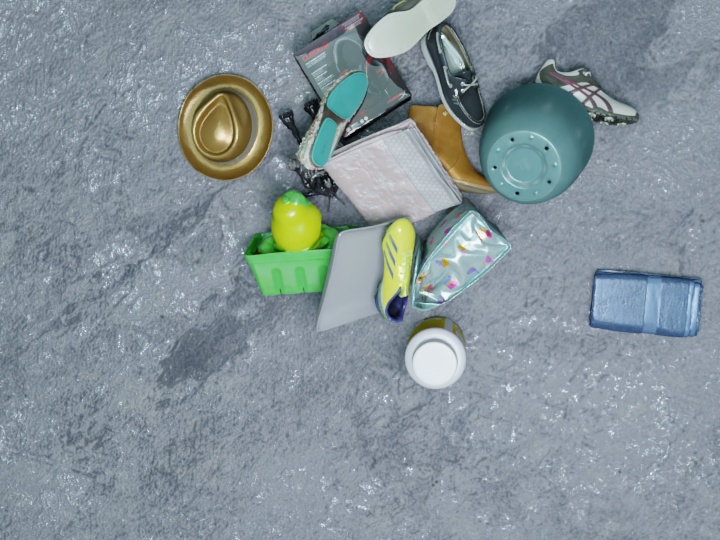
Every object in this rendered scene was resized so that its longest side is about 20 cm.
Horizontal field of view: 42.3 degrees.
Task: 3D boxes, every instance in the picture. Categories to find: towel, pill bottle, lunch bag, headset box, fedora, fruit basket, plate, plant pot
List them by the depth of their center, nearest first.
[{"bbox_3d":[0.295,-0.207,1.614,0.200,0.161,0.201,9,118,17],"label":"plant pot"},{"bbox_3d":[0.058,-0.160,1.666,0.191,0.032,0.200,-20,127,27],"label":"towel"},{"bbox_3d":[0.159,-0.022,1.674,0.122,0.170,0.200,42,101,-8],"label":"lunch bag"},{"bbox_3d":[0.000,0.000,1.678,0.032,0.200,0.200,31,120,34],"label":"plate"},{"bbox_3d":[0.136,0.149,1.680,0.109,0.200,0.110,1,96,6],"label":"pill bottle"},{"bbox_3d":[-0.019,-0.362,1.702,0.148,0.075,0.200,-31,92,2],"label":"headset box"},{"bbox_3d":[-0.112,-0.062,1.705,0.215,0.156,0.216,2,111,4],"label":"fruit basket"},{"bbox_3d":[0.522,0.061,1.708,0.199,0.049,0.112,5,96,5],"label":"towel"},{"bbox_3d":[-0.260,-0.268,1.737,0.200,0.082,0.201,1,96,5],"label":"fedora"}]

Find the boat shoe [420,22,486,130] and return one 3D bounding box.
[{"bbox_3d":[0.176,-0.350,1.682,0.076,0.060,0.200,-34,95,-32],"label":"boat shoe"}]

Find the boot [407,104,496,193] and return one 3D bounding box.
[{"bbox_3d":[0.174,-0.225,1.708,0.200,0.071,0.145,13,83,-9],"label":"boot"}]

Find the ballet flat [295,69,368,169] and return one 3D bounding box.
[{"bbox_3d":[-0.058,-0.268,1.635,0.076,0.064,0.200,37,76,-36],"label":"ballet flat"}]

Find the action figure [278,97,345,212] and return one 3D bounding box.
[{"bbox_3d":[-0.083,-0.208,1.717,0.119,0.102,0.201,-23,90,3],"label":"action figure"}]

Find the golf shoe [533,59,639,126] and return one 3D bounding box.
[{"bbox_3d":[0.409,-0.316,1.669,0.199,0.077,0.088,17,91,4],"label":"golf shoe"}]

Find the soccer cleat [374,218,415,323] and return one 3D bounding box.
[{"bbox_3d":[0.072,0.003,1.661,0.064,0.084,0.201,-6,124,-25],"label":"soccer cleat"}]

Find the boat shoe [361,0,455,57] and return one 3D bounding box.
[{"bbox_3d":[0.079,-0.441,1.661,0.201,0.060,0.072,-37,116,-17],"label":"boat shoe"}]
